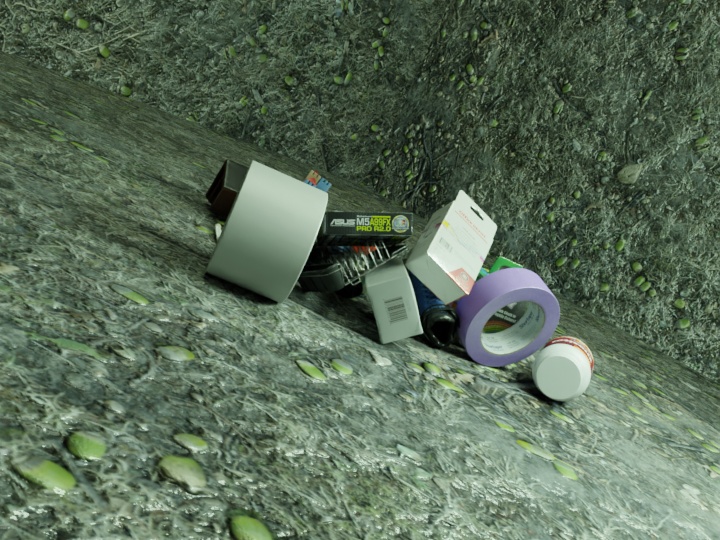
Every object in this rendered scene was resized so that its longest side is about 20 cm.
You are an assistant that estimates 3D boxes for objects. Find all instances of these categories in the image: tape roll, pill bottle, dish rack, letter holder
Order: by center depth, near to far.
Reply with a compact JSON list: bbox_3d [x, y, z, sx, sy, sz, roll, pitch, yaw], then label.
[{"bbox_3d":[-0.155,-0.063,1.266,0.139,0.203,0.203,23,11,-11],"label":"tape roll"},{"bbox_3d":[-0.013,-0.017,1.418,0.200,0.055,0.153,-29,13,-28],"label":"dish rack"},{"bbox_3d":[0.286,0.094,1.494,0.200,0.200,0.066,19,28,-32],"label":"tape roll"},{"bbox_3d":[0.405,0.198,1.524,0.113,0.113,0.200,28,11,16],"label":"pill bottle"},{"bbox_3d":[-0.254,-0.146,1.783,0.199,0.142,0.101,21,43,-24],"label":"letter holder"}]

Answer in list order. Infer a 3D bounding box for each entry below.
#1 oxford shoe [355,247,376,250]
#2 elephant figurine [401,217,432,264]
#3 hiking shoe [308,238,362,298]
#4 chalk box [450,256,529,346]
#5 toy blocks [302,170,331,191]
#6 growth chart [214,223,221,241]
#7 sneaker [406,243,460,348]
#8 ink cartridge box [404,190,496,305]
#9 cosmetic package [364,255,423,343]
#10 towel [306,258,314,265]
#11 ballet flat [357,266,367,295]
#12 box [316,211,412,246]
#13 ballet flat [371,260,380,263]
[{"bbox_3d":[-0.032,-0.049,1.856,0.072,0.071,0.200,26,9,33],"label":"oxford shoe"},{"bbox_3d":[0.179,-0.025,1.709,0.155,0.200,0.142,-11,72,-42],"label":"elephant figurine"},{"bbox_3d":[-0.038,-0.021,1.562,0.086,0.075,0.200,-14,44,-27],"label":"hiking shoe"},{"bbox_3d":[0.272,0.066,1.620,0.124,0.201,0.124,23,10,-13],"label":"chalk box"},{"bbox_3d":[-0.118,-0.150,1.609,0.100,0.137,0.200,37,-1,-9],"label":"toy blocks"},{"bbox_3d":[-0.208,-0.044,1.555,0.199,0.018,0.145,23,10,-10],"label":"growth chart"},{"bbox_3d":[0.141,0.052,1.463,0.076,0.201,0.111,-11,19,-7],"label":"sneaker"},{"bbox_3d":[0.178,-0.048,1.455,0.116,0.067,0.200,44,49,-14],"label":"ink cartridge box"},{"bbox_3d":[0.058,0.049,1.405,0.081,0.113,0.200,-15,9,1],"label":"cosmetic package"},{"bbox_3d":[-0.155,-0.062,1.687,0.199,0.049,0.112,25,10,1],"label":"towel"},{"bbox_3d":[0.000,0.000,1.686,0.069,0.070,0.200,22,11,-14],"label":"ballet flat"},{"bbox_3d":[0.002,-0.077,1.459,0.160,0.044,0.200,0,-4,-8],"label":"box"},{"bbox_3d":[0.060,0.021,1.732,0.064,0.068,0.200,30,8,-23],"label":"ballet flat"}]
